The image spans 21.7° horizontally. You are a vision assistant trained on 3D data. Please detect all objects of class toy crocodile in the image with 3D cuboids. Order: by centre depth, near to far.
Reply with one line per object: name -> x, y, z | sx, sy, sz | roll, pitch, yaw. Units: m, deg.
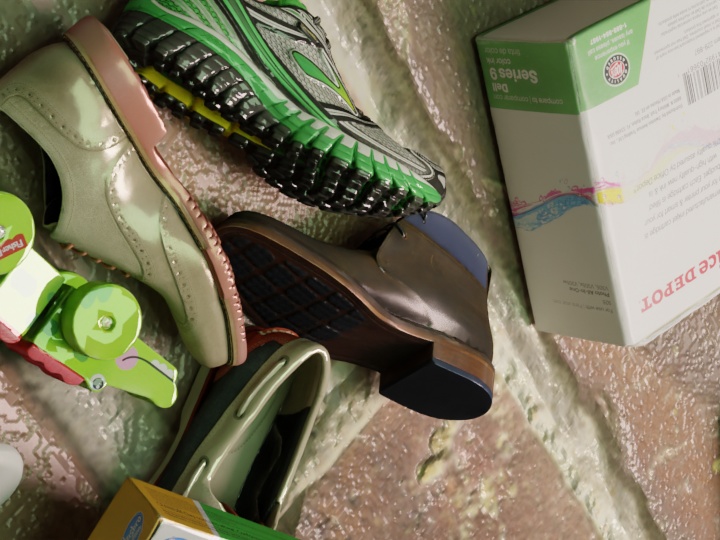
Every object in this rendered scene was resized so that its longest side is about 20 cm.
toy crocodile -> -0.165, 0.010, 0.895 | 0.200, 0.067, 0.062 | 43, 74, -35

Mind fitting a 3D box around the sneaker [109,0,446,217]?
sneaker -> -0.030, -0.094, 0.973 | 0.200, 0.078, 0.085 | 36, 68, -24

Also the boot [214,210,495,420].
boot -> 0.000, 0.000, 1.059 | 0.200, 0.075, 0.097 | 35, 48, -30

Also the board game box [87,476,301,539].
board game box -> -0.106, 0.216, 0.955 | 0.153, 0.040, 0.200 | 28, 97, -41

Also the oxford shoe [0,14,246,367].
oxford shoe -> -0.119, -0.026, 0.942 | 0.074, 0.071, 0.200 | -31, 115, -12

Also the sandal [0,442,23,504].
sandal -> -0.245, 0.103, 0.845 | 0.203, 0.082, 0.050 | -15, 63, -38

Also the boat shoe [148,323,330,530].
boat shoe -> -0.073, 0.125, 0.999 | 0.071, 0.063, 0.200 | 29, 78, -43

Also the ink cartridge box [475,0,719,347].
ink cartridge box -> 0.165, -0.072, 1.168 | 0.145, 0.087, 0.200 | -29, 114, -35
